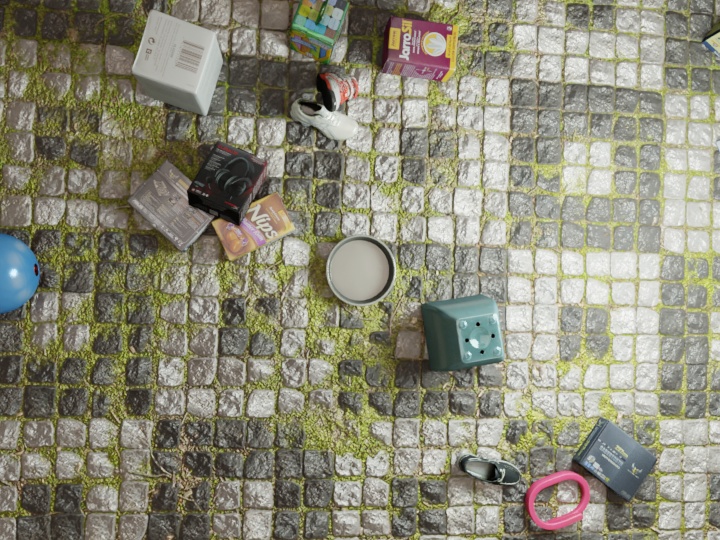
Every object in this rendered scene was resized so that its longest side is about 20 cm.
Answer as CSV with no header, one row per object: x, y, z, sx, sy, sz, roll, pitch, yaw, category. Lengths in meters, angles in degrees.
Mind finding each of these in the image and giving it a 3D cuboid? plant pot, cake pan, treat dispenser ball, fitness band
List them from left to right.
-0.905,0.008,1.411,0.199,0.201,0.203,0,89,-8,treat dispenser ball
0.000,0.000,1.613,0.198,0.037,0.202,0,88,-8,cake pan
0.295,0.178,1.568,0.195,0.200,0.198,-8,90,-7,plant pot
0.580,0.672,1.678,0.198,0.037,0.145,-17,88,-9,fitness band

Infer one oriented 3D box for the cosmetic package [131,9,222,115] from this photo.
-0.466,-0.529,1.482,0.165,0.200,0.169,17,86,-7,cosmetic package

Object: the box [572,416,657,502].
0.754,0.559,1.694,0.200,0.051,0.158,39,83,-5,box

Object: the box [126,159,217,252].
-0.500,-0.173,1.545,0.200,0.048,0.159,42,82,-5,box

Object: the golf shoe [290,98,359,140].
-0.096,-0.420,1.582,0.198,0.097,0.079,16,85,-8,golf shoe

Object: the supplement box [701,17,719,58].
1.186,-0.751,1.707,0.134,0.200,0.200,37,86,-4,supplement box

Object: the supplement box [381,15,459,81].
0.167,-0.625,1.618,0.198,0.103,0.132,4,89,-7,supplement box

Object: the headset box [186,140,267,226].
-0.347,-0.240,1.522,0.148,0.077,0.201,24,64,-1,headset box

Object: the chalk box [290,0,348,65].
-0.113,-0.664,1.532,0.123,0.200,0.126,21,86,-7,chalk box

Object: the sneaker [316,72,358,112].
-0.052,-0.487,1.551,0.107,0.202,0.068,-2,125,-15,sneaker

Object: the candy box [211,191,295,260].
-0.292,-0.120,1.569,0.199,0.056,0.117,-27,91,-9,candy box

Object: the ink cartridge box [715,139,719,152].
1.230,-0.380,1.763,0.199,0.086,0.147,-27,92,-6,ink cartridge box

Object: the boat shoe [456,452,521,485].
0.375,0.579,1.638,0.198,0.060,0.076,13,87,-7,boat shoe
